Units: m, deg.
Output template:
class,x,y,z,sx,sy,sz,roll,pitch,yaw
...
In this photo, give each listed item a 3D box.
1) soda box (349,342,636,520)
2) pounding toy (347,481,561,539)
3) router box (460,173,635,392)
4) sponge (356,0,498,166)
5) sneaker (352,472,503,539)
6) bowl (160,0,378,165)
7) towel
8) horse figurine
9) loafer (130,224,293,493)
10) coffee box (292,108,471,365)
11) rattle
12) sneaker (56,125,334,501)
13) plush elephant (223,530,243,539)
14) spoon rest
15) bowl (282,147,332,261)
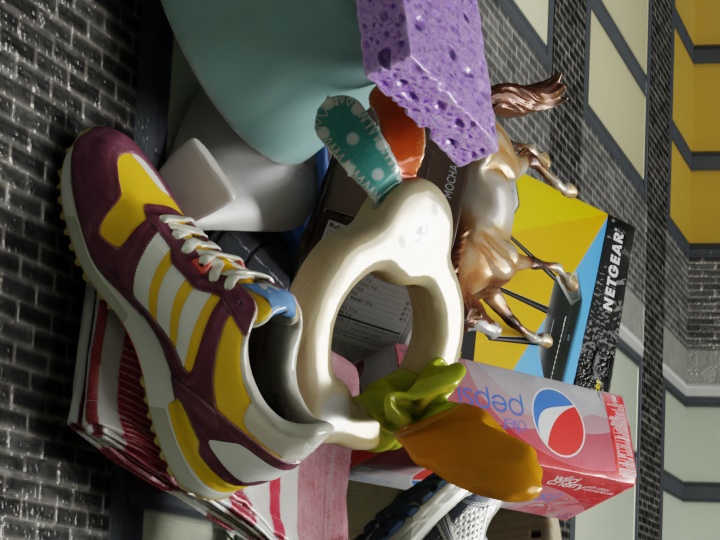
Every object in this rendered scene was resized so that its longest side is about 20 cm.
class,x,y,z,sx,sy,sz,roll,pitch,yaw
soda box,0.075,0.100,1.376,0.200,0.070,0.063,15,56,-39
pounding toy,0.047,0.221,1.552,0.142,0.184,0.200,-89,170,-52
router box,0.099,0.038,1.511,0.149,0.051,0.200,23,64,-25
sponge,0.028,-0.167,1.220,0.112,0.030,0.200,38,38,-53
sneaker,0.030,0.182,1.268,0.200,0.085,0.077,-45,-174,-26
bowl,-0.027,-0.169,1.273,0.201,0.105,0.201,49,30,-42
towel,-0.071,0.066,1.202,0.200,0.023,0.144,37,42,-38
horse figurine,0.090,-0.039,1.454,0.133,0.050,0.200,22,64,-45
loafer,-0.089,0.043,1.278,0.072,0.063,0.200,43,35,-25
coffee box,0.000,0.000,1.385,0.200,0.080,0.113,112,-5,-46
rattle,0.037,0.005,1.198,0.143,0.130,0.200,18,-86,62
sneaker,-0.077,0.010,1.131,0.075,0.090,0.200,-18,82,-59
plush elephant,-0.004,0.244,1.346,0.200,0.165,0.155,65,-14,-23
spoon rest,-0.076,-0.058,1.289,0.099,0.061,0.200,55,17,0
bowl,-0.013,-0.091,1.552,0.201,0.039,0.201,0,90,-75
